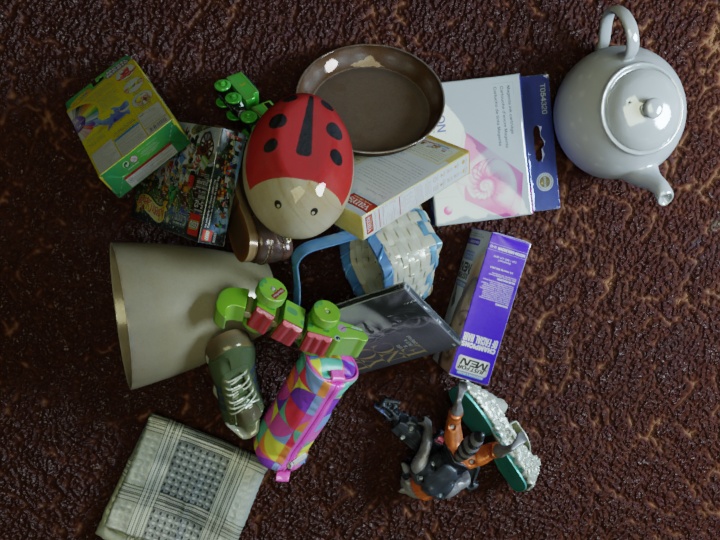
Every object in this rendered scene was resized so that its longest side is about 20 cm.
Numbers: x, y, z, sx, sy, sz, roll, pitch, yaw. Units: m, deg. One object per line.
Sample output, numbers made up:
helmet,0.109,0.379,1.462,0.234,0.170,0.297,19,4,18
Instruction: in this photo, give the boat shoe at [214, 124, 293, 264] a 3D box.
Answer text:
boat shoe,-0.140,-0.095,1.015,0.069,0.070,0.202,-3,62,-33

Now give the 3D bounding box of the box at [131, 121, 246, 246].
box,-0.223,-0.117,1.029,0.037,0.199,0.139,10,95,-40

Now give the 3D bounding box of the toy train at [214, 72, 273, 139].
toy train,-0.126,-0.189,1.055,0.056,0.042,0.200,-27,59,-23

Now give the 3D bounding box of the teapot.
teapot,0.369,-0.223,1.112,0.198,0.146,0.199,30,91,-8

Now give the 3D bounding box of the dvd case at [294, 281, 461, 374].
dvd case,0.013,0.085,1.075,0.198,0.016,0.149,-19,138,29

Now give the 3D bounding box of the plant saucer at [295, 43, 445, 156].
plant saucer,0.013,-0.221,1.076,0.197,0.035,0.203,1,55,-2

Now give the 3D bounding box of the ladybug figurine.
ladybug figurine,-0.070,-0.135,0.954,0.134,0.072,0.203,6,60,-10

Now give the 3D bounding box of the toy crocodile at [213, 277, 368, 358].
toy crocodile,-0.085,0.067,1.004,0.198,0.062,0.068,23,129,-17

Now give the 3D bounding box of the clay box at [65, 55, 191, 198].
clay box,-0.303,-0.191,1.037,0.114,0.200,0.048,-37,137,-1

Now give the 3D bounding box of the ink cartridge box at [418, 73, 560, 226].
ink cartridge box,0.188,-0.173,1.148,0.197,0.043,0.200,-8,96,-5

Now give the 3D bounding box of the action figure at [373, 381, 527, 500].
action figure,0.106,0.248,1.140,0.199,0.105,0.194,34,119,-4

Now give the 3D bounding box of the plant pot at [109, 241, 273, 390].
plant pot,-0.215,0.046,1.064,0.197,0.187,0.190,-7,97,-21

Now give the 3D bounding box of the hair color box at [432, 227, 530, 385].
hair color box,0.166,0.047,1.133,0.064,0.109,0.203,14,93,-8

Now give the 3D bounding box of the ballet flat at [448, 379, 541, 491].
ballet flat,0.200,0.231,1.186,0.071,0.072,0.201,-33,101,-3

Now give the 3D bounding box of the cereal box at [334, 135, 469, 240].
cereal box,0.025,-0.122,1.047,0.199,0.143,0.040,-32,134,-30

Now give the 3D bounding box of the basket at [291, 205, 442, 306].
basket,0.000,0.000,1.076,0.198,0.177,0.140,-23,60,-22

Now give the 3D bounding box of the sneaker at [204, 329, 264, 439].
sneaker,-0.154,0.157,1.055,0.066,0.201,0.091,-21,65,-19

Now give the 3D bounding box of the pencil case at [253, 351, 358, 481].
pencil case,-0.077,0.189,1.095,0.087,0.089,0.201,23,120,-8

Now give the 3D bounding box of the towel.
towel,-0.252,0.326,1.147,0.190,0.035,0.202,25,93,-9
